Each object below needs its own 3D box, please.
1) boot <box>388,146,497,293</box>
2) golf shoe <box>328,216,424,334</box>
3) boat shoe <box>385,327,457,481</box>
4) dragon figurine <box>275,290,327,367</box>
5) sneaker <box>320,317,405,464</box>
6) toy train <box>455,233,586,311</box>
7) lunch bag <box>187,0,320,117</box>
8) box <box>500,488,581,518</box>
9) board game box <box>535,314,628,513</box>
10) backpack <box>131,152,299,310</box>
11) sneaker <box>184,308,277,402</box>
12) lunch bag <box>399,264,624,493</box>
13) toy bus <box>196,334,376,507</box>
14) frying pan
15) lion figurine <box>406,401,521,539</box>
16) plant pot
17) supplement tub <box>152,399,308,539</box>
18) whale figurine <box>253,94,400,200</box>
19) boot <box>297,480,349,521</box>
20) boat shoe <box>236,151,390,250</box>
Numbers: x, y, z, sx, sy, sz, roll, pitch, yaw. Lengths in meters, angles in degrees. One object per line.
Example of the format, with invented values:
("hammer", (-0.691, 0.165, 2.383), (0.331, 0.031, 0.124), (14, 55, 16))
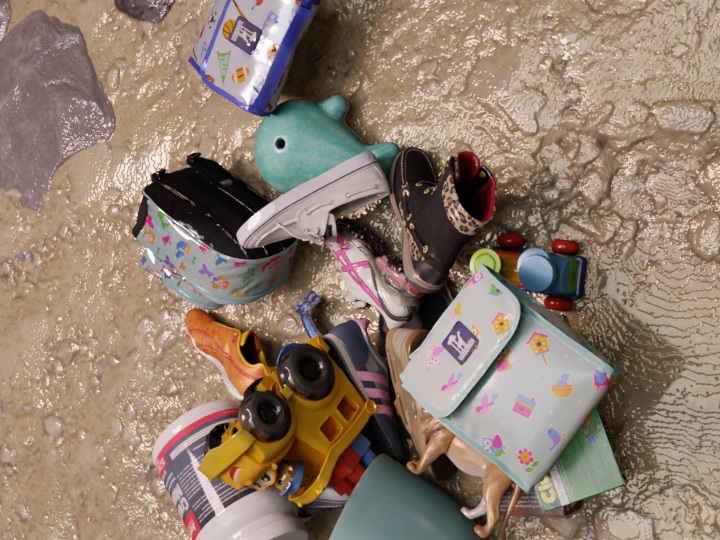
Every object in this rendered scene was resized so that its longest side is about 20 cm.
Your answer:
("boot", (0.098, -0.092, 1.420), (0.151, 0.072, 0.202), (129, 146, -51))
("golf shoe", (0.000, 0.000, 1.508), (0.200, 0.072, 0.093), (43, 112, 39))
("boat shoe", (0.079, 0.163, 1.465), (0.064, 0.071, 0.203), (8, 116, 50))
("dragon figurine", (-0.073, 0.129, 1.563), (0.099, 0.059, 0.202), (27, 100, 26))
("sneaker", (0.022, 0.154, 1.504), (0.070, 0.082, 0.202), (-4, 115, 54))
("toy train", (0.160, -0.004, 1.414), (0.198, 0.115, 0.086), (8, 91, 27))
("lunch bag", (-0.133, -0.305, 1.531), (0.171, 0.123, 0.200), (-63, 30, 14))
("box", (0.202, 0.189, 1.411), (0.099, 0.075, 0.203), (-4, 88, 27))
("board game box", (0.221, 0.163, 1.350), (0.104, 0.023, 0.202), (-22, 79, 18))
("backpack", (-0.186, -0.040, 1.566), (0.199, 0.177, 0.152), (30, 124, 20))
("sneaker", (-0.171, 0.103, 1.597), (0.200, 0.073, 0.078), (40, 104, 40))
("lunch bag", (0.160, 0.113, 1.297), (0.199, 0.122, 0.171), (38, 101, 14))
("toy bus", (-0.070, 0.211, 1.420), (0.192, 0.200, 0.136), (46, 137, -3))
("frying pan", (0.064, 0.024, 1.511), (0.114, 0.031, 0.192), (-27, 65, 29))
("lion figurine", (0.131, 0.214, 1.378), (0.200, 0.072, 0.123), (41, 93, 16))
("plant pot", (0.056, 0.346, 1.419), (0.159, 0.200, 0.203), (23, 99, 14))
("supplement tub", (-0.164, 0.279, 1.491), (0.140, 0.140, 0.201), (-44, 62, 19))
("whale figurine", (-0.050, -0.151, 1.536), (0.198, 0.103, 0.161), (19, 96, 24))
("boot", (-0.085, 0.316, 1.564), (0.198, 0.072, 0.092), (-1, 93, 36))
("boat shoe", (-0.051, -0.062, 1.466), (0.200, 0.075, 0.087), (-29, 81, -8))
